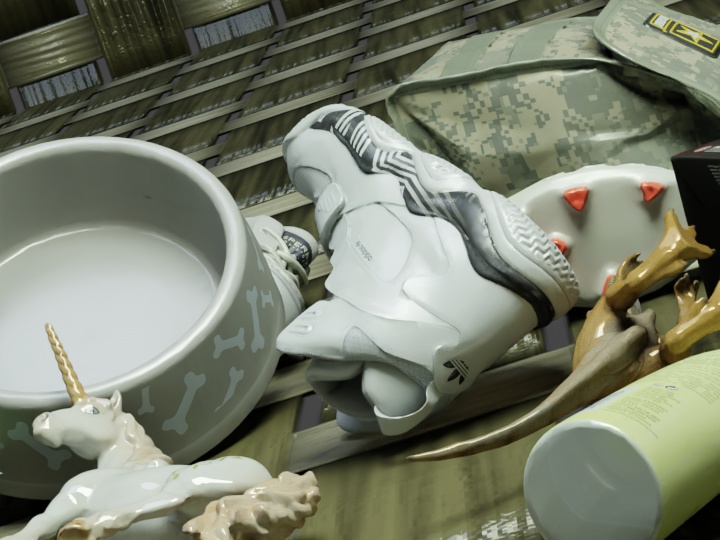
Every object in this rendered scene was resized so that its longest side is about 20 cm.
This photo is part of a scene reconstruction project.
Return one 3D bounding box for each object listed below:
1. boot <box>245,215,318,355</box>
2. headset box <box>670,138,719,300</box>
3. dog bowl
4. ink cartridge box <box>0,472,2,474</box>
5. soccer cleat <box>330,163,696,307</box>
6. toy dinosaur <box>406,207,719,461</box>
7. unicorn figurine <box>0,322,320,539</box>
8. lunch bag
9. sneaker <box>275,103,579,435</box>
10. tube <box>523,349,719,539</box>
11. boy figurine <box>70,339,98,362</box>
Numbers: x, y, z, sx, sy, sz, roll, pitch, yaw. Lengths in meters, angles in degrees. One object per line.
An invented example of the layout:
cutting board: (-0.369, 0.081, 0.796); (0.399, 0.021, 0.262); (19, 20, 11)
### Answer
boot: (-0.062, 0.001, 1.211); (0.095, 0.074, 0.200); (-33, 16, -25)
headset box: (0.254, -0.042, 0.898); (0.199, 0.077, 0.149); (-21, 11, -17)
dog bowl: (-0.138, 0.015, 1.063); (0.199, 0.059, 0.200); (-4, 47, 4)
ink cartridge box: (-0.279, 0.102, 1.011); (0.145, 0.048, 0.200); (-28, 13, -36)
soccer cleat: (0.077, -0.007, 1.066); (0.199, 0.069, 0.078); (-19, 9, 13)
toy dinosaur: (0.105, 0.036, 0.890); (0.106, 0.060, 0.200); (-46, -7, 24)
unicorn figurine: (-0.097, 0.097, 0.892); (0.200, 0.074, 0.137); (11, 28, 35)
lunch bag: (0.133, -0.087, 1.218); (0.199, 0.118, 0.164); (-9, 14, 17)
sneaker: (0.000, 0.000, 0.992); (0.115, 0.075, 0.200); (-45, 41, -10)
tube: (0.125, 0.053, 0.783); (0.058, 0.052, 0.200); (36, 27, 18)
boy figurine: (-0.166, 0.052, 1.182); (0.124, 0.065, 0.200); (-30, 19, -30)
